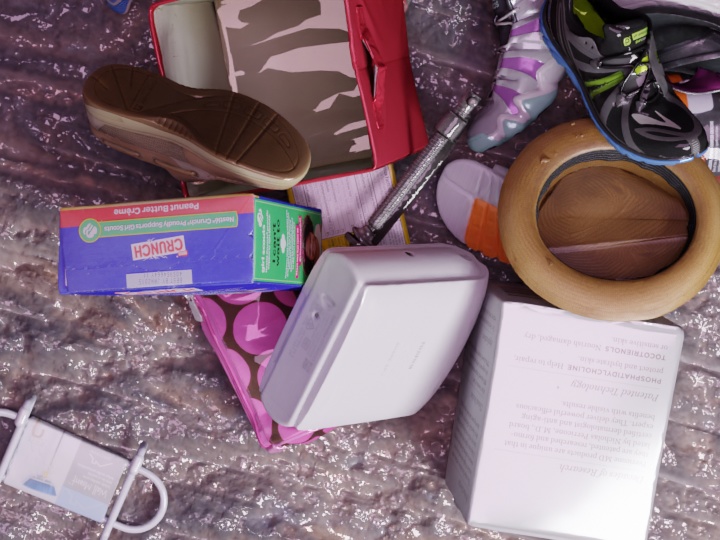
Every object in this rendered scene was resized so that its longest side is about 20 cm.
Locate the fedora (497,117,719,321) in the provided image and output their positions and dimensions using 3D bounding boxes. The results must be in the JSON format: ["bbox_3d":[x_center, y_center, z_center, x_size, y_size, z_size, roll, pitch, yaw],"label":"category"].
[{"bbox_3d":[0.217,-0.037,1.688,0.199,0.082,0.202,0,73,-1],"label":"fedora"}]

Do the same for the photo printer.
[{"bbox_3d":[0.021,0.056,1.689,0.069,0.199,0.167,42,117,32],"label":"photo printer"}]

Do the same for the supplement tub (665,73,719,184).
[{"bbox_3d":[0.319,-0.125,1.748,0.198,0.107,0.108,-2,97,-4],"label":"supplement tub"}]

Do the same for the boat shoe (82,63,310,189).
[{"bbox_3d":[-0.131,-0.107,1.574,0.199,0.065,0.071,23,53,15],"label":"boat shoe"}]

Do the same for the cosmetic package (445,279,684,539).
[{"bbox_3d":[0.178,0.125,1.738,0.165,0.167,0.201,8,97,-6],"label":"cosmetic package"}]

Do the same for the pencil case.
[{"bbox_3d":[-0.092,0.069,1.758,0.093,0.091,0.201,-31,97,-35],"label":"pencil case"}]

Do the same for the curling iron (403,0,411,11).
[{"bbox_3d":[0.025,-0.248,1.757,0.049,0.026,0.200,37,93,-8],"label":"curling iron"}]

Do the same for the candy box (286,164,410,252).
[{"bbox_3d":[0.000,0.000,1.784,0.102,0.026,0.201,-13,97,-5],"label":"candy box"}]

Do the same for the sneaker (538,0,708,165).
[{"bbox_3d":[0.224,-0.172,1.651,0.070,0.083,0.200,-27,71,-25],"label":"sneaker"}]

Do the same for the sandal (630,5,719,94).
[{"bbox_3d":[0.306,-0.182,1.678,0.199,0.076,0.048,14,54,14],"label":"sandal"}]

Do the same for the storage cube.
[{"bbox_3d":[-0.058,-0.165,1.664,0.199,0.180,0.172,-8,97,19],"label":"storage cube"}]

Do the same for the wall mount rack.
[{"bbox_3d":[-0.283,0.215,1.768,0.199,0.075,0.175,23,95,-5],"label":"wall mount rack"}]

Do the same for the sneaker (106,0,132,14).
[{"bbox_3d":[-0.143,-0.281,1.729,0.198,0.076,0.078,-8,114,1],"label":"sneaker"}]

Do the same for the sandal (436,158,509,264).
[{"bbox_3d":[0.165,-0.039,1.772,0.206,0.059,0.079,29,122,2],"label":"sandal"}]

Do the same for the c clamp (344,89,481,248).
[{"bbox_3d":[0.042,-0.079,1.681,0.027,0.171,0.200,38,102,2],"label":"c clamp"}]

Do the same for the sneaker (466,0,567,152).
[{"bbox_3d":[0.134,-0.215,1.748,0.140,0.078,0.200,44,83,-5],"label":"sneaker"}]

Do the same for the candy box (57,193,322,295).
[{"bbox_3d":[-0.137,-0.018,1.606,0.168,0.200,0.078,-2,89,14],"label":"candy box"}]

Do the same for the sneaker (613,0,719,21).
[{"bbox_3d":[0.293,-0.285,1.721,0.199,0.081,0.147,19,65,-2],"label":"sneaker"}]
